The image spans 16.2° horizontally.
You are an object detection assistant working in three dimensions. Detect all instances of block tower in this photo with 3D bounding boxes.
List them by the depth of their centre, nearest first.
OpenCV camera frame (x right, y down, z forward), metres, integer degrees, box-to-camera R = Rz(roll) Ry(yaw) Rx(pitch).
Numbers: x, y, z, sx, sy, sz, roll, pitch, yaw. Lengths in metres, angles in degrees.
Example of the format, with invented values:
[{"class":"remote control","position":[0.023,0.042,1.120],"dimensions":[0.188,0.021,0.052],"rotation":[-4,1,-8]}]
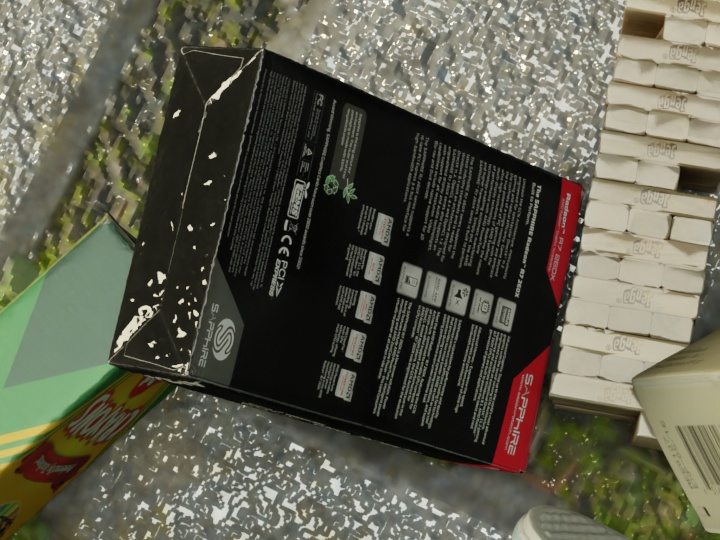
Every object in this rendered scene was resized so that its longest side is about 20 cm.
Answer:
[{"class":"block tower","position":[0.120,-0.030,1.044],"dimensions":[0.057,0.054,0.201],"rotation":[9,83,6]}]

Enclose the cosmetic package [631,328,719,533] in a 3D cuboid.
[{"class":"cosmetic package","position":[0.217,0.025,0.978],"dimensions":[0.199,0.103,0.073],"rotation":[-29,93,-15]}]

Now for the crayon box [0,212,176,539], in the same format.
[{"class":"crayon box","position":[-0.149,0.069,1.016],"dimensions":[0.200,0.127,0.051],"rotation":[-42,82,0]}]

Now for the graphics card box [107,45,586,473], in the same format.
[{"class":"graphics card box","position":[0.000,0.000,0.986],"dimensions":[0.051,0.199,0.126],"rotation":[8,83,43]}]

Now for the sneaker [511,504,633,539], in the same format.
[{"class":"sneaker","position":[0.133,0.177,1.019],"dimensions":[0.199,0.074,0.082],"rotation":[34,113,5]}]
